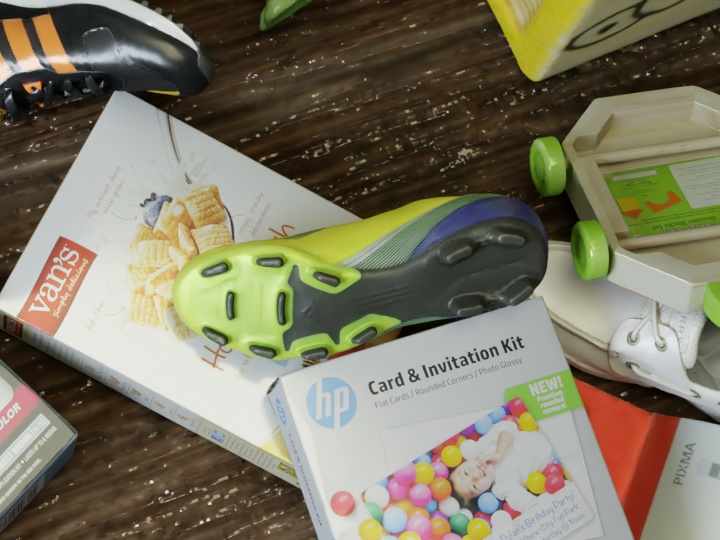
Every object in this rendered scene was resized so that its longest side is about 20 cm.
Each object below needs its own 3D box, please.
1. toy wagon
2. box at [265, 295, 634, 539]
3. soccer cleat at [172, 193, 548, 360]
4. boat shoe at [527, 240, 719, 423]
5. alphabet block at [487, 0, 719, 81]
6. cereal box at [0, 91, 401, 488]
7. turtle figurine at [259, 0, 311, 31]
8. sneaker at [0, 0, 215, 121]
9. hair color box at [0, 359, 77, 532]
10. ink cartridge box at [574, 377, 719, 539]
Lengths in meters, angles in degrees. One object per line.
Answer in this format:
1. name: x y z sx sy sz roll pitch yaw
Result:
1. toy wagon: 0.186 -0.026 1.247 0.154 0.040 0.201 -9 46 -13
2. box: 0.057 0.130 1.181 0.155 0.041 0.202 -16 76 -17
3. soccer cleat: 0.000 0.001 1.203 0.198 0.084 0.065 -9 110 -1
4. boat shoe: 0.175 0.032 1.257 0.199 0.069 0.071 23 73 -3
5. alphabet block: 0.160 -0.252 1.275 0.199 0.195 0.198 -22 77 -17
6. cereal box: -0.078 0.010 1.230 0.199 0.040 0.145 27 69 -2
7. turtle figurine: -0.093 -0.228 1.247 0.144 0.200 0.194 -38 88 16
8. sneaker: -0.175 -0.106 1.217 0.198 0.070 0.091 17 76 17
9. hair color box: -0.251 0.057 1.172 0.200 0.061 0.099 42 71 4
10. ink cartridge box: 0.170 0.155 1.232 0.199 0.050 0.163 25 71 -7
